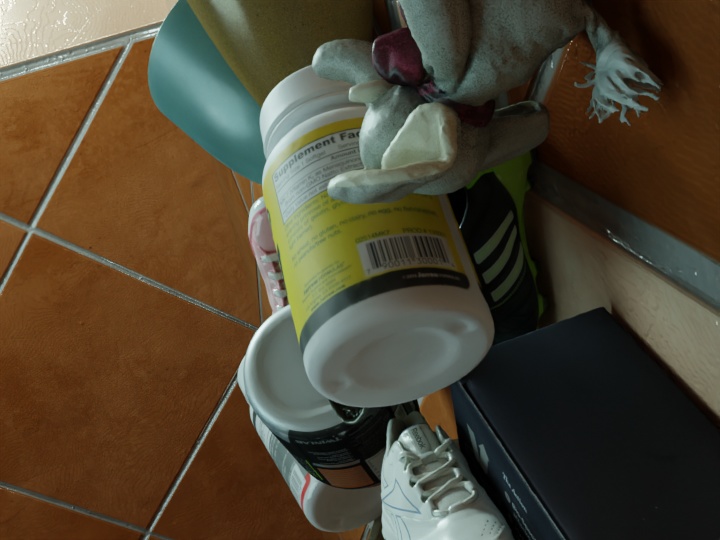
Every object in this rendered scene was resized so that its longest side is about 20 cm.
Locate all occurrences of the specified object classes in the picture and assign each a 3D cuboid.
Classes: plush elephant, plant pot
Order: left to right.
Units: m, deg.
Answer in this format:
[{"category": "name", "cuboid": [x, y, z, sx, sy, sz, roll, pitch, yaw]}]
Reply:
[{"category": "plant pot", "cuboid": [-0.065, -0.236, 0.869, 0.186, 0.186, 0.201, -161, 53, -76]}, {"category": "plant pot", "cuboid": [-0.074, -0.170, 1.029, 0.161, 0.200, 0.201, 47, 159, 27]}, {"category": "plush elephant", "cuboid": [0.043, -0.112, 0.582, 0.200, 0.155, 0.165, 53, -155, 16]}]

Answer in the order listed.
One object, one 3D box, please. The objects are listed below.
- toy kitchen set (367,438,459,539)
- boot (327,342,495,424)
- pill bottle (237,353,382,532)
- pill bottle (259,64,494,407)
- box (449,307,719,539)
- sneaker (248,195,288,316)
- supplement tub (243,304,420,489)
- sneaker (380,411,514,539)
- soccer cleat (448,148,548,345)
[{"category": "toy kitchen set", "cuboid": [0.128, 0.304, 1.123, 0.181, 0.163, 0.200, -65, -43, -57]}, {"category": "boot", "cuboid": [0.048, 0.061, 0.815, 0.200, 0.072, 0.182, -43, -59, -54]}, {"category": "pill bottle", "cuboid": [-0.044, 0.159, 1.118, 0.200, 0.114, 0.114, 52, 159, 43]}, {"category": "pill bottle", "cuboid": [0.002, -0.028, 0.674, 0.114, 0.114, 0.200, 87, 169, -55]}, {"category": "box", "cuboid": [0.151, 0.166, 0.663, 0.197, 0.117, 0.200, -122, 16, -53]}, {"category": "sneaker", "cuboid": [-0.053, 0.025, 1.044, 0.105, 0.075, 0.201, -109, 6, -47]}, {"category": "supplement tub", "cuboid": [-0.016, 0.114, 0.930, 0.200, 0.122, 0.123, 66, 179, -61]}, {"category": "sneaker", "cuboid": [0.044, 0.146, 0.677, 0.200, 0.074, 0.087, -159, 57, -76]}, {"category": "soccer cleat", "cuboid": [0.086, -0.014, 0.778, 0.068, 0.081, 0.200, -124, 18, -53]}]
